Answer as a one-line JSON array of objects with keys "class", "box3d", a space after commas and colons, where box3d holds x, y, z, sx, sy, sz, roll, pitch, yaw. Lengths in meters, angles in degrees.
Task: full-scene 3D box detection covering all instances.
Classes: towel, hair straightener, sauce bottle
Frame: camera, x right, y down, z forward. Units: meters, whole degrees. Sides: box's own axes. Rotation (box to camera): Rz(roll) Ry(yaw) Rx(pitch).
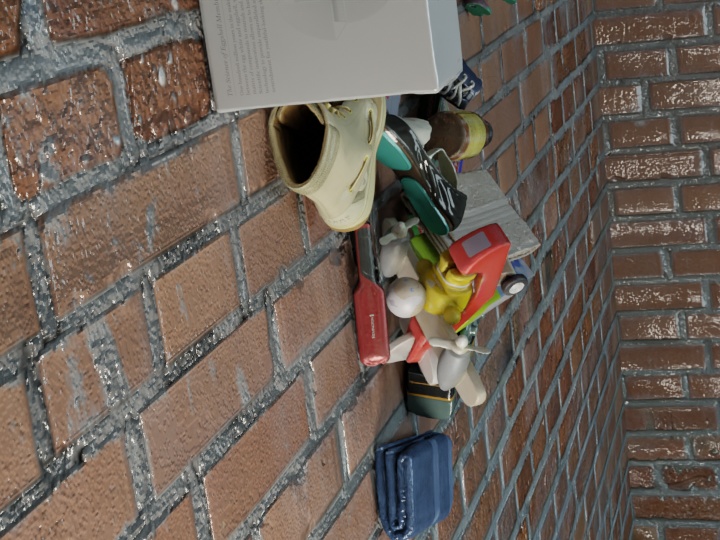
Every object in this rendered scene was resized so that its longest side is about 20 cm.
[{"class": "towel", "box3d": [0.066, 0.254, 1.618, 0.200, 0.048, 0.113, 4, 83, -73]}, {"class": "hair straightener", "box3d": [0.000, 0.000, 1.488, 0.077, 0.040, 0.202, -115, -166, -82]}, {"class": "sauce bottle", "box3d": [0.133, -0.175, 1.759, 0.200, 0.065, 0.067, -15, 102, -69]}, {"class": "towel", "box3d": [0.141, -0.065, 1.696, 0.199, 0.034, 0.133, -18, 70, -54]}]

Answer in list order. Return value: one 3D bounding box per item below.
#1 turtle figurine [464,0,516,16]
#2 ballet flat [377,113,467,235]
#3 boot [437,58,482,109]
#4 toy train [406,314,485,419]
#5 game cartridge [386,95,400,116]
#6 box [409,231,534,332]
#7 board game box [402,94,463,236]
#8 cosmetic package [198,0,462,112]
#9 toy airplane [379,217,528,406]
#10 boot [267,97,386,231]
[{"class": "turtle figurine", "box3d": [0.203, -0.498, 2.069, 0.150, 0.100, 0.202, 150, -53, -64]}, {"class": "ballet flat", "box3d": [0.061, -0.128, 1.561, 0.069, 0.068, 0.200, -53, 127, -21]}, {"class": "boot", "box3d": [0.109, -0.247, 1.697, 0.090, 0.073, 0.200, 43, 16, 0]}, {"class": "toy train", "box3d": [0.106, 0.102, 1.722, 0.200, 0.084, 0.115, -58, 153, -63]}, {"class": "game cartridge", "box3d": [0.008, -0.262, 1.529, 0.200, 0.040, 0.134, 57, 32, -58]}, {"class": "box", "box3d": [0.129, -0.002, 1.691, 0.122, 0.048, 0.200, 53, 33, 8]}, {"class": "board game box", "box3d": [0.098, -0.123, 1.795, 0.135, 0.029, 0.201, 65, 28, -47]}, {"class": "cosmetic package", "box3d": [-0.028, -0.250, 1.149, 0.123, 0.198, 0.202, -49, 134, -68]}, {"class": "toy airplane", "box3d": [0.077, 0.040, 1.528, 0.140, 0.199, 0.201, 6, 91, -42]}, {"class": "boot", "box3d": [-0.034, -0.154, 1.333, 0.155, 0.072, 0.202, 35, 57, -66]}]
